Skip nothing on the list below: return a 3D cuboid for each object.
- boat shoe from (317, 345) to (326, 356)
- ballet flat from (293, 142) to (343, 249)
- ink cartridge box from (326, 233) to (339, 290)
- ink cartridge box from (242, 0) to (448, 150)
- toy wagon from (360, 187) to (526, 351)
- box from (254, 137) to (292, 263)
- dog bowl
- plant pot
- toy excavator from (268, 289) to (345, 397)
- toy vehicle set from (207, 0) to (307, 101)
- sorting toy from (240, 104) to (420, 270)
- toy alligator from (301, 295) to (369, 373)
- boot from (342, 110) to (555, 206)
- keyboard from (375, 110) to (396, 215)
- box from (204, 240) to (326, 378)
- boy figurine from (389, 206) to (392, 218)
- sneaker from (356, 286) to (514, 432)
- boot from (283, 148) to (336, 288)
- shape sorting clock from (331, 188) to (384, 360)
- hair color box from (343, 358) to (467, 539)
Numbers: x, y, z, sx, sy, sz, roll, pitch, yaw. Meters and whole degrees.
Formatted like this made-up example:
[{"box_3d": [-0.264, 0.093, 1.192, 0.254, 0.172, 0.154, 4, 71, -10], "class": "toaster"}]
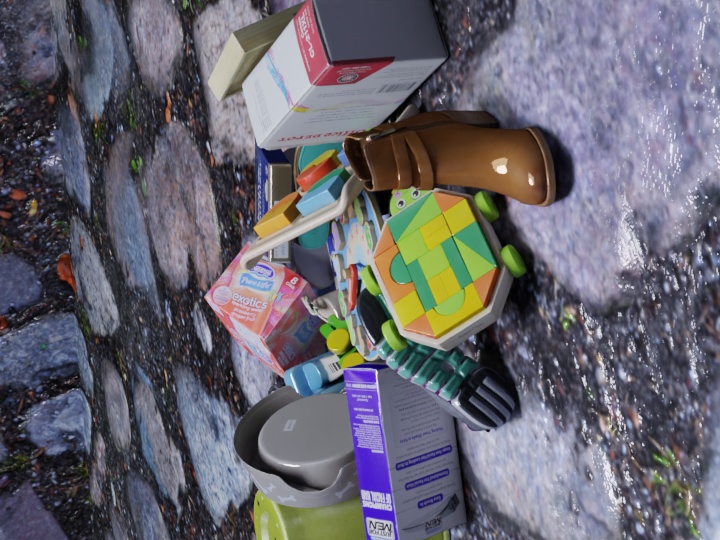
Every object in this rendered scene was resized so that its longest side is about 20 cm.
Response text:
[{"box_3d": [-0.086, 0.179, 2.114, 0.071, 0.069, 0.202, -133, 39, -55], "class": "boat shoe"}, {"box_3d": [-0.051, -0.123, 1.824, 0.073, 0.067, 0.201, -109, 22, -53], "class": "ballet flat"}, {"box_3d": [-0.018, -0.062, 1.875, 0.095, 0.037, 0.202, 157, 100, -68], "class": "ink cartridge box"}, {"box_3d": [-0.022, -0.212, 1.622, 0.200, 0.145, 0.084, -39, 65, 57], "class": "ink cartridge box"}, {"box_3d": [0.071, -0.019, 1.522, 0.040, 0.155, 0.201, 33, -151, -55], "class": "toy wagon"}, {"box_3d": [-0.112, -0.095, 1.906, 0.200, 0.032, 0.122, -118, 28, -71], "class": "box"}, {"box_3d": [-0.047, 0.203, 1.792, 0.200, 0.199, 0.059, 43, 150, 57], "class": "dog bowl"}, {"box_3d": [-0.021, 0.306, 1.832, 0.200, 0.191, 0.202, 169, 90, -69], "class": "plant pot"}, {"box_3d": [-0.033, 0.134, 1.917, 0.200, 0.099, 0.196, -27, 84, 56], "class": "toy excavator"}, {"box_3d": [-0.068, -0.260, 1.686, 0.027, 0.199, 0.124, 58, 154, 7], "class": "toy vehicle set"}, {"box_3d": [-0.038, -0.095, 1.658, 0.037, 0.185, 0.199, 47, 136, -12], "class": "sorting toy"}, {"box_3d": [-0.008, 0.083, 1.780, 0.201, 0.054, 0.059, 57, -178, 40], "class": "toy alligator"}, {"box_3d": [0.082, -0.097, 1.430, 0.200, 0.153, 0.074, -142, 46, -60], "class": "boot"}, {"box_3d": [0.021, -0.163, 1.751, 0.127, 0.020, 0.202, -143, 46, -63], "class": "keyboard"}, {"box_3d": [-0.113, 0.058, 1.954, 0.102, 0.095, 0.200, 35, 168, 20], "class": "box"}, {"box_3d": [0.056, -0.015, 1.668, 0.200, 0.064, 0.126, 149, 110, -67], "class": "boy figurine"}, {"box_3d": [0.067, 0.100, 1.585, 0.200, 0.074, 0.088, 43, 160, 6], "class": "sneaker"}, {"box_3d": [-0.070, -0.055, 1.984, 0.096, 0.073, 0.202, 110, 153, -63], "class": "boot"}, {"box_3d": [0.000, 0.000, 1.682, 0.200, 0.039, 0.202, 170, 90, -72], "class": "shape sorting clock"}, {"box_3d": [0.050, 0.196, 1.699, 0.065, 0.109, 0.202, -3, 97, 49], "class": "hair color box"}]
